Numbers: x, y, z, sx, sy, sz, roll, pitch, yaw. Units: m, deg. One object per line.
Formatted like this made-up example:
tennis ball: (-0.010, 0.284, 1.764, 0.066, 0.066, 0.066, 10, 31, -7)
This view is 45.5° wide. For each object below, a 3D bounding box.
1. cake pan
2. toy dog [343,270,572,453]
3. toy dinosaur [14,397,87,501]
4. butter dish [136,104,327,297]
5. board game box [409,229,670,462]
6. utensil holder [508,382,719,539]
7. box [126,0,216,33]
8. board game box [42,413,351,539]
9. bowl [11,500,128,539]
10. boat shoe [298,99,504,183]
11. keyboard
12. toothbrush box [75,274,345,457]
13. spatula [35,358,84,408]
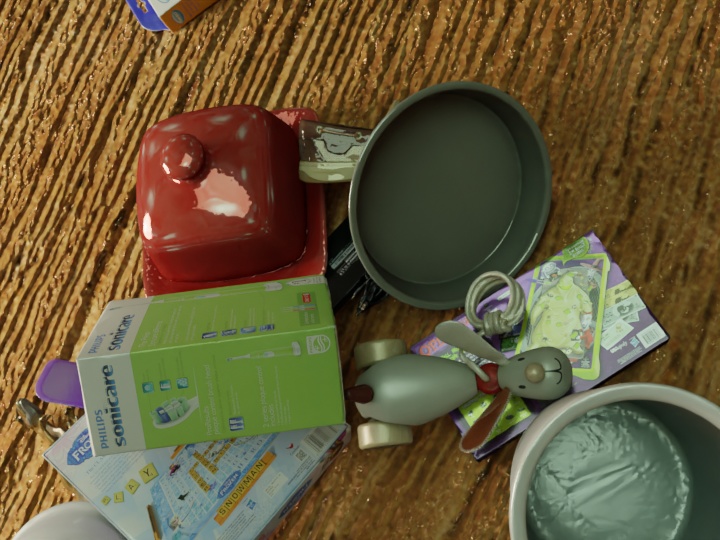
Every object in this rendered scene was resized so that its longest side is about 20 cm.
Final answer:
cake pan: (0.077, -0.066, 0.762, 0.201, 0.200, 0.037, -48, 26, -3)
toy dog: (0.064, 0.092, 0.716, 0.199, 0.096, 0.133, -34, 71, 19)
toy dinosaur: (-0.273, 0.200, 0.840, 0.106, 0.060, 0.201, -47, 62, 27)
butter dish: (-0.143, -0.082, 0.826, 0.197, 0.148, 0.202, -8, 69, 13)
board game box: (0.157, 0.067, 0.769, 0.199, 0.032, 0.121, -32, 72, 4)
utensil holder: (0.191, 0.168, 0.626, 0.168, 0.200, 0.172, -1, 82, 9)
box: (-0.188, -0.364, 0.981, 0.199, 0.042, 0.120, -35, 69, 0)
board game box: (-0.145, 0.161, 0.780, 0.199, 0.041, 0.200, 36, 66, 19)
bowl: (-0.260, 0.313, 0.751, 0.198, 0.090, 0.204, 0, 88, 12)
boat shoe: (0.038, -0.124, 0.810, 0.197, 0.072, 0.073, -4, 100, 0)
keyboard: (0.000, 0.000, 0.835, 0.200, 0.040, 0.104, -47, 45, -1)
toothbrush box: (-0.118, 0.073, 0.716, 0.197, 0.146, 0.087, -6, 106, -5)
spatula: (-0.225, 0.112, 0.852, 0.197, 0.021, 0.057, -1, 39, 10)
